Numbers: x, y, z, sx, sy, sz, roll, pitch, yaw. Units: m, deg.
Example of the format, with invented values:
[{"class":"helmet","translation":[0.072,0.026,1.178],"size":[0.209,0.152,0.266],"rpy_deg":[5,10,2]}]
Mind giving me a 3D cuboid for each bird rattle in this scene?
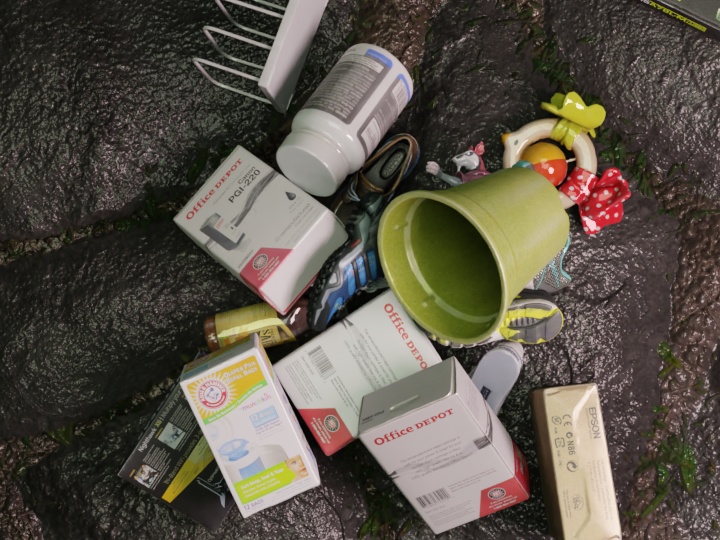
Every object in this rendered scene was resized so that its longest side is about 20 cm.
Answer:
[{"class":"bird rattle","translation":[0.281,-0.144,1.560],"size":[0.163,0.113,0.201],"rpy_deg":[-13,96,15]}]

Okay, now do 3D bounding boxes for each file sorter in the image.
[{"class":"file sorter","translation":[-0.138,-0.347,1.581],"size":[0.124,0.139,0.201],"rpy_deg":[19,86,9]}]

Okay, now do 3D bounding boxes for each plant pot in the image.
[{"class":"plant pot","translation":[0.156,-0.039,1.400],"size":[0.184,0.200,0.201],"rpy_deg":[-31,80,-37]}]

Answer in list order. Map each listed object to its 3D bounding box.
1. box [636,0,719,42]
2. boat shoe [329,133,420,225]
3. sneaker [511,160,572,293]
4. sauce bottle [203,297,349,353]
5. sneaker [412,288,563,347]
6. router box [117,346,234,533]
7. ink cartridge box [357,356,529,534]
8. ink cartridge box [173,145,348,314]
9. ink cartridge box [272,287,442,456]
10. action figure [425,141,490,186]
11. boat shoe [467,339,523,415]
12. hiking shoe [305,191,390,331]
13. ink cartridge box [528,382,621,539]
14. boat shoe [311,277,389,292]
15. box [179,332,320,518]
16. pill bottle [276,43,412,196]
[{"class":"box","translation":[0.474,-0.451,1.582],"size":[0.193,0.048,0.200],"rpy_deg":[29,86,5]},{"class":"boat shoe","translation":[0.008,-0.111,1.572],"size":[0.072,0.072,0.200],"rpy_deg":[33,88,6]},{"class":"sneaker","translation":[0.242,-0.056,1.532],"size":[0.091,0.078,0.201],"rpy_deg":[-9,112,-7]},{"class":"sauce bottle","translation":[-0.116,0.071,1.567],"size":[0.199,0.066,0.066],"rpy_deg":[-15,83,5]},{"class":"sneaker","translation":[0.167,0.057,1.491],"size":[0.199,0.085,0.075],"rpy_deg":[5,109,9]},{"class":"router box","translation":[-0.212,0.231,1.541],"size":[0.157,0.052,0.200],"rpy_deg":[35,88,-12]},{"class":"ink cartridge box","translation":[0.109,0.227,1.456],"size":[0.146,0.083,0.200],"rpy_deg":[-25,117,20]},{"class":"ink cartridge box","translation":[-0.136,-0.059,1.533],"size":[0.200,0.085,0.146],"rpy_deg":[36,82,36]},{"class":"ink cartridge box","translation":[0.004,0.138,1.540],"size":[0.200,0.084,0.145],"rpy_deg":[-33,81,2]},{"class":"action figure","translation":[0.148,-0.076,1.526],"size":[0.148,0.134,0.201],"rpy_deg":[15,88,6]},{"class":"boat shoe","translation":[0.159,0.170,1.529],"size":[0.074,0.086,0.202],"rpy_deg":[33,117,10]},{"class":"hiking shoe","translation":[0.000,0.000,1.470],"size":[0.087,0.074,0.200],"rpy_deg":[29,96,-11]},{"class":"ink cartridge box","translation":[0.275,0.249,1.462],"size":[0.075,0.165,0.201],"rpy_deg":[-8,84,2]},{"class":"boat shoe","translation":[-0.032,0.001,1.552],"size":[0.201,0.074,0.065],"rpy_deg":[9,62,13]},{"class":"box","translation":[-0.144,0.198,1.467],"size":[0.112,0.101,0.201],"rpy_deg":[-23,100,-2]},{"class":"pill bottle","translation":[-0.023,-0.203,1.532],"size":[0.114,0.114,0.200],"rpy_deg":[31,63,8]}]
